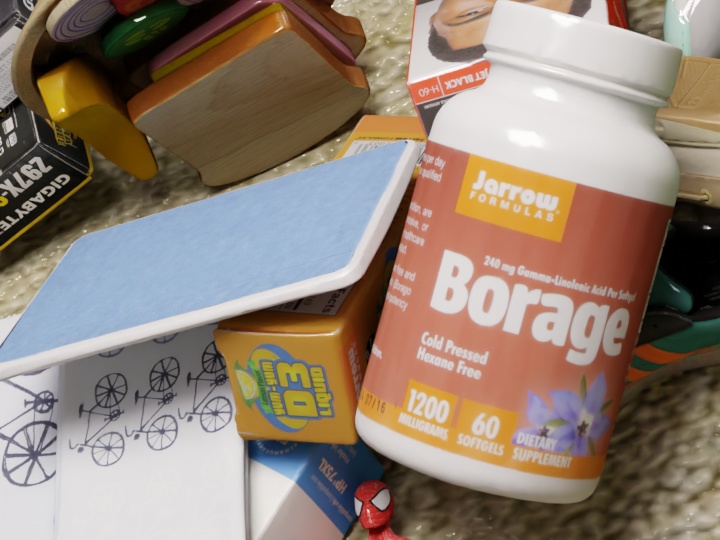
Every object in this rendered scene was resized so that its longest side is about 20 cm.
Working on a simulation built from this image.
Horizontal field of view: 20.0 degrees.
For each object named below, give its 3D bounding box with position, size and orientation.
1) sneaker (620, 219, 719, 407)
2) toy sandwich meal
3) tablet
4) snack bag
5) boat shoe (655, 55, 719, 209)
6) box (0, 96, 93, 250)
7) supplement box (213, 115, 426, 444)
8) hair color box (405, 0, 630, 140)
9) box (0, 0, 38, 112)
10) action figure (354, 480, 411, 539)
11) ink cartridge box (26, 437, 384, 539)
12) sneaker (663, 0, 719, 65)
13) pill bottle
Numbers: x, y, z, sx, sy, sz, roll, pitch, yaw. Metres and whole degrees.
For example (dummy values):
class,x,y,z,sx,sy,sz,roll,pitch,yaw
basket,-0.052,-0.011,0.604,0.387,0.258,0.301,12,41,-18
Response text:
class,x,y,z,sx,sy,sz,roll,pitch,yaw
sneaker,0.123,0.018,0.957,0.199,0.080,0.072,-22,56,10
toy sandwich meal,-0.085,-0.110,1.064,0.204,0.205,0.071,-27,69,6
tablet,-0.073,-0.004,0.954,0.199,0.014,0.130,-15,26,24
snack bag,-0.144,0.082,0.990,0.199,0.021,0.189,-15,54,17
boat shoe,0.210,-0.052,0.973,0.199,0.069,0.074,18,47,38
box,-0.242,-0.092,1.188,0.159,0.049,0.201,-37,49,22
supplement box,0.000,0.000,0.984,0.068,0.067,0.200,5,35,24
hair color box,0.082,-0.124,1.026,0.101,0.061,0.200,-15,28,11
box,-0.263,-0.143,1.167,0.198,0.050,0.201,-35,50,20
action figure,0.013,0.185,0.924,0.065,0.052,0.201,-18,52,17
ink cartridge box,-0.094,0.143,0.983,0.116,0.067,0.200,22,71,33
sneaker,0.253,-0.159,1.016,0.140,0.078,0.200,30,75,36
pill bottle,0.073,-0.009,0.886,0.112,0.112,0.201,18,96,32
